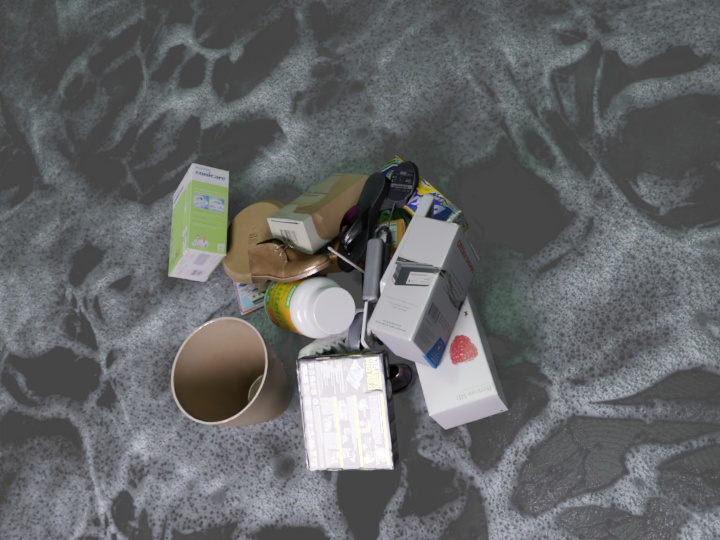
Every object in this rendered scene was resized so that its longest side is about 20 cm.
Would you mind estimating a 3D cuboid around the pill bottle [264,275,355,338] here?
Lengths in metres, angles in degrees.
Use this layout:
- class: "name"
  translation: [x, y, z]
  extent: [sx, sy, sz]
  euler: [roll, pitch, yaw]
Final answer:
- class: "pill bottle"
  translation: [-0.092, 0.064, 1.363]
  extent: [0.200, 0.111, 0.111]
  euler: [5, 65, 61]

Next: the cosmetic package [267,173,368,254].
- class: "cosmetic package"
  translation: [-0.072, -0.114, 1.440]
  extent: [0.105, 0.071, 0.200]
  euler: [8, 36, 40]

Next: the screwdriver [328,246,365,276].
- class: "screwdriver"
  translation: [0.000, 0.000, 1.348]
  extent: [0.028, 0.200, 0.029]
  euler: [-41, 56, 12]

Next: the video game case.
- class: "video game case"
  translation: [0.084, -0.003, 1.299]
  extent: [0.023, 0.183, 0.201]
  euler: [18, 59, 16]

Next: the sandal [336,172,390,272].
- class: "sandal"
  translation: [-0.008, -0.095, 1.387]
  extent: [0.075, 0.048, 0.201]
  euler: [7, 74, 50]

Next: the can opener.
- class: "can opener"
  translation: [0.011, 0.043, 1.322]
  extent: [0.067, 0.053, 0.201]
  euler: [-4, 70, 28]

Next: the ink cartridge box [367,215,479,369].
- class: "ink cartridge box"
  translation: [0.106, 0.035, 1.190]
  extent: [0.084, 0.145, 0.201]
  euler: [16, 73, 28]

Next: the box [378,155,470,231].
- class: "box"
  translation: [0.118, -0.132, 1.432]
  extent: [0.064, 0.070, 0.200]
  euler: [-45, 57, 0]

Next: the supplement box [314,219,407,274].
- class: "supplement box"
  translation: [0.000, -0.044, 1.443]
  extent: [0.199, 0.067, 0.069]
  euler: [-6, 62, 18]

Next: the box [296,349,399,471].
- class: "box"
  translation: [-0.022, 0.246, 1.298]
  extent: [0.159, 0.044, 0.201]
  euler: [-6, 91, 15]

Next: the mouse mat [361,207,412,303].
- class: "mouse mat"
  translation: [0.075, -0.037, 1.452]
  extent: [0.160, 0.008, 0.201]
  euler: [-11, 63, 17]

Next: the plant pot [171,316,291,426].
- class: "plant pot"
  translation: [-0.209, 0.206, 1.349]
  extent: [0.186, 0.200, 0.188]
  euler: [-8, 64, 18]

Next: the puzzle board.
- class: "puzzle board"
  translation: [-0.176, -0.012, 1.537]
  extent: [0.199, 0.017, 0.151]
  euler: [-25, 61, 11]

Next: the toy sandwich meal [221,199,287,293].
- class: "toy sandwich meal"
  translation: [-0.195, -0.049, 1.517]
  extent: [0.204, 0.070, 0.206]
  euler: [-14, 62, 27]

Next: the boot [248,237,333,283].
- class: "boot"
  translation: [-0.137, -0.021, 1.366]
  extent: [0.199, 0.073, 0.076]
  euler: [-4, 104, 40]

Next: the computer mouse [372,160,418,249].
- class: "computer mouse"
  translation: [0.067, -0.109, 1.390]
  extent: [0.058, 0.034, 0.201]
  euler: [14, 82, 32]

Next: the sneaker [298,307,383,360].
- class: "sneaker"
  translation: [-0.026, 0.121, 1.393]
  extent: [0.199, 0.075, 0.081]
  euler: [-24, 53, 1]

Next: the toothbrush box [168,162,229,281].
- class: "toothbrush box"
  translation: [-0.340, -0.098, 1.559]
  extent: [0.146, 0.086, 0.201]
  euler: [-40, 48, 52]

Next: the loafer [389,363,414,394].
- class: "loafer"
  translation: [-0.003, 0.209, 1.344]
  extent: [0.199, 0.063, 0.072]
  euler: [-21, 62, 12]

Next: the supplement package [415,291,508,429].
- class: "supplement package"
  translation: [0.161, 0.150, 1.271]
  extent: [0.121, 0.120, 0.201]
  euler: [-20, 62, 11]
